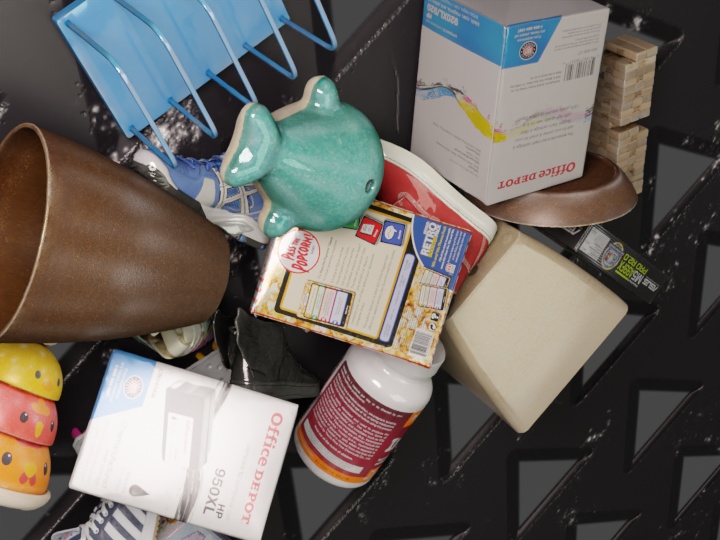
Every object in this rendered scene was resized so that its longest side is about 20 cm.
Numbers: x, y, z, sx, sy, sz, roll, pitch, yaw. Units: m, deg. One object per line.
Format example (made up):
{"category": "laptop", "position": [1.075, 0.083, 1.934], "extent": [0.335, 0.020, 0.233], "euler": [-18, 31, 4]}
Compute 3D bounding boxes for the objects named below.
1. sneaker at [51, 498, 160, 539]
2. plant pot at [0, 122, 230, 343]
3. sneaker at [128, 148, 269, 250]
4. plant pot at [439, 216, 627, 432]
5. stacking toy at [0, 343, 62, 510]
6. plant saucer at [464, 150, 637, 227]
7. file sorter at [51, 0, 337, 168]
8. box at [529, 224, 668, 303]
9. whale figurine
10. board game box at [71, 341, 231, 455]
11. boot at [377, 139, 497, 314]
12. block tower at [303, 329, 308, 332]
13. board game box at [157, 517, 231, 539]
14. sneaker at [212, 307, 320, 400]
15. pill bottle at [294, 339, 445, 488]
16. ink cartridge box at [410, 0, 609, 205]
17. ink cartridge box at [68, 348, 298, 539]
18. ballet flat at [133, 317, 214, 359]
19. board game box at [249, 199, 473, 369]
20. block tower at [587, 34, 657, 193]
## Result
{"category": "sneaker", "position": [-0.270, 0.260, 1.256], "extent": [0.107, 0.070, 0.202], "euler": [10, 93, -15]}
{"category": "plant pot", "position": [-0.224, -0.015, 1.053], "extent": [0.199, 0.187, 0.188], "euler": [12, 109, -35]}
{"category": "sneaker", "position": [-0.151, -0.087, 1.171], "extent": [0.199, 0.075, 0.078], "euler": [25, 93, -55]}
{"category": "plant pot", "position": [0.159, 0.034, 1.414], "extent": [0.200, 0.200, 0.177], "euler": [-49, 126, -2]}
{"category": "stacking toy", "position": [-0.335, 0.114, 1.128], "extent": [0.146, 0.145, 0.202], "euler": [27, 82, -45]}
{"category": "plant saucer", "position": [0.220, -0.103, 1.362], "extent": [0.199, 0.200, 0.035], "euler": [-17, 120, -30]}
{"category": "file sorter", "position": [-0.141, -0.210, 1.058], "extent": [0.199, 0.123, 0.139], "euler": [-38, 134, -12]}
{"category": "box", "position": [0.273, -0.042, 1.470], "extent": [0.199, 0.160, 0.044], "euler": [29, 97, -46]}
{"category": "whale figurine", "position": [-0.048, -0.100, 1.100], "extent": [0.200, 0.103, 0.161], "euler": [7, 106, -64]}
{"category": "board game box", "position": [-0.207, 0.200, 1.334], "extent": [0.199, 0.026, 0.201], "euler": [-32, 133, -18]}
{"category": "boot", "position": [0.041, -0.042, 1.288], "extent": [0.199, 0.072, 0.145], "euler": [36, 76, -17]}
{"category": "block tower", "position": [-0.007, -0.006, 1.343], "extent": [0.199, 0.054, 0.058], "euler": [-31, 131, -19]}
{"category": "board game box", "position": [-0.239, 0.376, 1.387], "extent": [0.200, 0.041, 0.200], "euler": [-40, 143, -8]}
{"category": "sneaker", "position": [-0.100, 0.092, 1.318], "extent": [0.199, 0.059, 0.106], "euler": [2, 89, -64]}
{"category": "pill bottle", "position": [0.013, 0.151, 1.387], "extent": [0.112, 0.113, 0.201], "euler": [7, 128, -41]}
{"category": "ink cartridge box", "position": [0.157, -0.201, 1.285], "extent": [0.146, 0.144, 0.202], "euler": [-16, 126, -31]}
{"category": "ink cartridge box", "position": [-0.175, 0.179, 1.200], "extent": [0.198, 0.084, 0.146], "euler": [17, 79, -3]}
{"category": "ballet flat", "position": [-0.212, 0.048, 1.201], "extent": [0.069, 0.071, 0.200], "euler": [-46, 136, 4]}
{"category": "board game box", "position": [0.000, 0.000, 1.234], "extent": [0.198, 0.046, 0.153], "euler": [18, 90, -9]}
{"category": "block tower", "position": [0.325, -0.188, 1.483], "extent": [0.054, 0.058, 0.202], "euler": [-22, 127, -27]}
